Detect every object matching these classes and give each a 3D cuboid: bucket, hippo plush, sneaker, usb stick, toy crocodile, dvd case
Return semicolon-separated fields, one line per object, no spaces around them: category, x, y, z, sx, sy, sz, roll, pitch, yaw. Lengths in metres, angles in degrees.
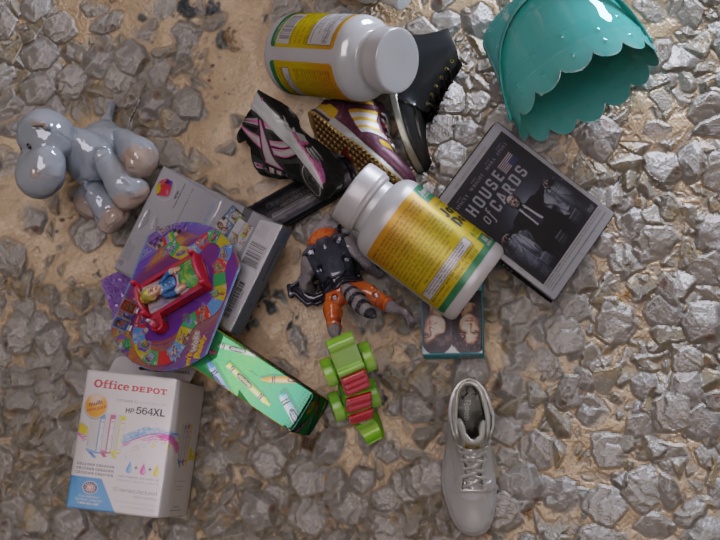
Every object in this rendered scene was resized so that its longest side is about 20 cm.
bucket;0.264;-0.279;1.459;0.206;0.207;0.135;-28;72;2
hippo plush;-0.375;-0.160;1.518;0.159;0.160;0.201;1;80;46
sneaker;-0.100;-0.153;1.543;0.086;0.080;0.200;-52;52;18
sneaker;0.020;-0.180;1.518;0.090;0.075;0.200;-38;61;-18
sneaker;0.094;-0.236;1.534;0.106;0.075;0.201;-13;77;6
usb stick;-0.097;-0.091;1.557;0.199;0.033;0.056;-29;69;2
toy crocodile;-0.008;0.149;1.427;0.067;0.201;0.062;-19;49;-8
dvd case;0.213;-0.077;1.480;0.200;0.025;0.151;38;76;0
sneaker;0.134;0.234;1.420;0.073;0.116;0.201;-4;80;6

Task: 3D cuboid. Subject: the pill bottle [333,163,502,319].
pill bottle;0.068;-0.041;1.411;0.200;0.113;0.113;37;86;5

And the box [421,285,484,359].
box;0.121;0.015;1.496;0.082;0.049;0.201;-2;79;8

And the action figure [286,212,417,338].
action figure;0.000;0.000;1.483;0.199;0.105;0.194;-30;61;-3

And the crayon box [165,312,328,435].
crayon box;-0.145;0.137;1.476;0.199;0.119;0.058;32;85;13

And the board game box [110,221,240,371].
board game box;-0.245;0.027;1.439;0.157;0.039;0.201;15;78;28

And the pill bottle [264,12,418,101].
pill bottle;-0.024;-0.284;1.501;0.199;0.113;0.113;13;80;42

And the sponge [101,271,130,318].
sponge;-0.252;0.020;1.544;0.199;0.030;0.112;-27;75;13

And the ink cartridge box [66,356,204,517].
ink cartridge box;-0.290;0.214;1.479;0.128;0.125;0.201;4;81;9

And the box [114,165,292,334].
box;-0.210;-0.028;1.499;0.199;0.041;0.157;26;90;20

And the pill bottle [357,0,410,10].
pill bottle;-0.014;-0.442;1.569;0.199;0.113;0.113;29;84;13
